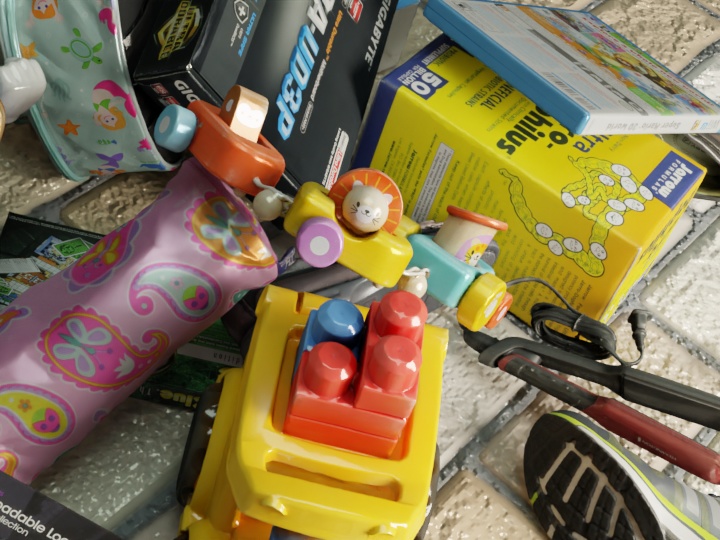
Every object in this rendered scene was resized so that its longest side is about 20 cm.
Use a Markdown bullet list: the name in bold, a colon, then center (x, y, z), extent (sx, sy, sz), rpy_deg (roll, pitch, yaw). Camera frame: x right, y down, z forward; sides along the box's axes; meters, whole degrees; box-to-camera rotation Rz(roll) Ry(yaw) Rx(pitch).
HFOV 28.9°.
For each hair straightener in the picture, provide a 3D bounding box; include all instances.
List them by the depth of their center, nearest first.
- **hair straightener**: center (0.149, 0.057, 0.860), extent (0.199, 0.041, 0.077), rpy_deg (23, 66, 29)

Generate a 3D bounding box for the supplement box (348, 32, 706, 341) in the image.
- **supplement box**: center (0.106, -0.059, 0.932), extent (0.200, 0.110, 0.109), rpy_deg (35, 47, 13)

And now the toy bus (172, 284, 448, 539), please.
- **toy bus**: center (-0.017, 0.104, 0.681), extent (0.135, 0.192, 0.201), rpy_deg (15, 51, -7)

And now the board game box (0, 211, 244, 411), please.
- **board game box**: center (-0.125, 0.030, 0.832), extent (0.199, 0.024, 0.105), rpy_deg (14, 45, -6)

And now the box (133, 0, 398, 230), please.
- **box**: center (-0.051, -0.151, 0.880), extent (0.046, 0.159, 0.201), rpy_deg (-4, 55, 33)

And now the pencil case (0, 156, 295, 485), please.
- **pencil case**: center (-0.134, 0.029, 0.741), extent (0.200, 0.088, 0.087), rpy_deg (-40, 67, -13)

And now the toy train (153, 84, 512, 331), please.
- **toy train**: center (-0.001, -0.039, 0.725), extent (0.199, 0.056, 0.150), rpy_deg (24, 14, -33)

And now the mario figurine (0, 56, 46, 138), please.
- **mario figurine**: center (-0.256, -0.105, 0.776), extent (0.123, 0.106, 0.200), rpy_deg (37, -4, -27)

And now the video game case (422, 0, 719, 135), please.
- **video game case**: center (0.150, -0.137, 0.940), extent (0.143, 0.018, 0.200), rpy_deg (43, 30, 28)

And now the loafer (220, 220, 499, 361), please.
- **loafer**: center (0.000, 0.000, 0.846), extent (0.200, 0.072, 0.063), rpy_deg (-20, 61, -38)

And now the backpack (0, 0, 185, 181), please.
- **backpack**: center (-0.169, -0.160, 0.889), extent (0.150, 0.178, 0.201), rpy_deg (-7, 53, 5)

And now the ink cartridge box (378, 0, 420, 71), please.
- **ink cartridge box**: center (-0.067, -0.224, 1.053), extent (0.116, 0.067, 0.200), rpy_deg (-26, 62, -35)

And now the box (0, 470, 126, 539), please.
- **box**: center (-0.141, 0.157, 0.626), extent (0.199, 0.143, 0.036), rpy_deg (28, 47, 9)

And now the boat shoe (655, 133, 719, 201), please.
- **boat shoe**: center (0.200, -0.100, 1.028), extent (0.200, 0.072, 0.066), rpy_deg (15, 39, -12)

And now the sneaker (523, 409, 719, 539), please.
- **sneaker**: center (0.179, 0.151, 0.804), extent (0.200, 0.074, 0.081), rpy_deg (41, 30, 19)
